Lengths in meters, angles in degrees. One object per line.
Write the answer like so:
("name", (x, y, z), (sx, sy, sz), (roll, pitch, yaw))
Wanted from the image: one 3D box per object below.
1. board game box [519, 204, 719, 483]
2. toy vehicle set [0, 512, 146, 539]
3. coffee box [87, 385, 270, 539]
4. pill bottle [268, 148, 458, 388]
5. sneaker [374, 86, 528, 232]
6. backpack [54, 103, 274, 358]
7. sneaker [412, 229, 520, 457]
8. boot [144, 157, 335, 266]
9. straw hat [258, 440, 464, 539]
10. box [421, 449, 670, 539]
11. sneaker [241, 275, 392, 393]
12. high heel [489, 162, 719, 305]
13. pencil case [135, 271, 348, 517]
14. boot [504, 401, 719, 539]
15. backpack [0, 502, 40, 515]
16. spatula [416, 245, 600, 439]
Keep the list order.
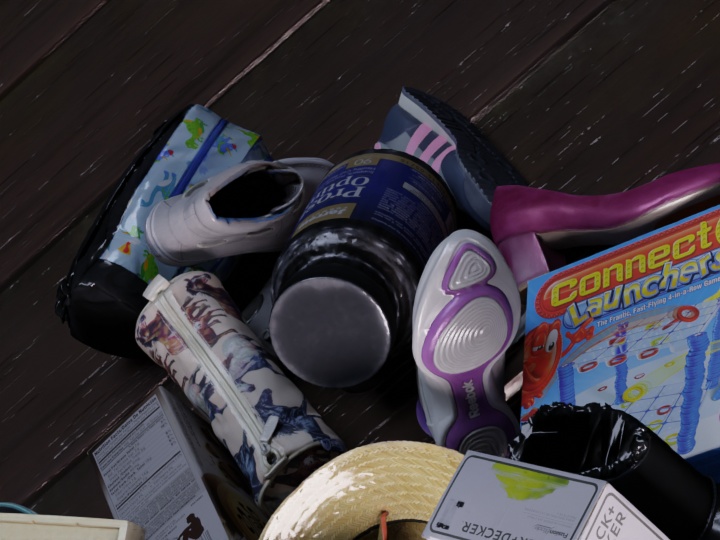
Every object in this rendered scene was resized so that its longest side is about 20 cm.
("board game box", (0.200, 0.064, 1.536), (0.200, 0.056, 0.196), (-23, 43, 30))
("toy vehicle set", (-0.223, 0.264, 1.587), (0.124, 0.027, 0.200), (2, 70, 23))
("coffee box", (-0.111, 0.188, 1.695), (0.080, 0.113, 0.200), (-43, 35, 7))
("pill bottle", (0.000, 0.000, 1.665), (0.112, 0.112, 0.200), (-30, 15, 23))
("sneaker", (0.068, -0.063, 1.799), (0.082, 0.070, 0.200), (-59, 31, 17))
("backpack", (-0.151, -0.036, 1.919), (0.163, 0.154, 0.200), (113, 172, -70))
("sneaker", (0.060, 0.046, 1.584), (0.075, 0.200, 0.100), (-12, 41, -12))
("boot", (-0.065, -0.053, 1.826), (0.200, 0.074, 0.096), (-21, -1, -40))
("straw hat", (0.031, 0.202, 1.552), (0.201, 0.201, 0.085), (-41, -6, 10))
("box", (0.142, 0.185, 1.359), (0.117, 0.200, 0.060), (8, 63, 50))
("sneaker", (-0.045, 0.062, 1.790), (0.115, 0.075, 0.200), (-44, 25, 13))
("high heel", (0.180, -0.054, 1.643), (0.200, 0.067, 0.096), (-29, 56, 29))
("pencil case", (-0.090, 0.088, 1.728), (0.078, 0.089, 0.200), (-36, 59, -6))
("boot", (0.194, 0.134, 1.385), (0.198, 0.162, 0.073), (-5, 55, 44))
("backpack", (-0.231, 0.270, 1.694), (0.200, 0.153, 0.176), (29, 84, 31))
("spatula", (0.111, 0.039, 1.680), (0.200, 0.021, 0.057), (-49, 50, -6))
